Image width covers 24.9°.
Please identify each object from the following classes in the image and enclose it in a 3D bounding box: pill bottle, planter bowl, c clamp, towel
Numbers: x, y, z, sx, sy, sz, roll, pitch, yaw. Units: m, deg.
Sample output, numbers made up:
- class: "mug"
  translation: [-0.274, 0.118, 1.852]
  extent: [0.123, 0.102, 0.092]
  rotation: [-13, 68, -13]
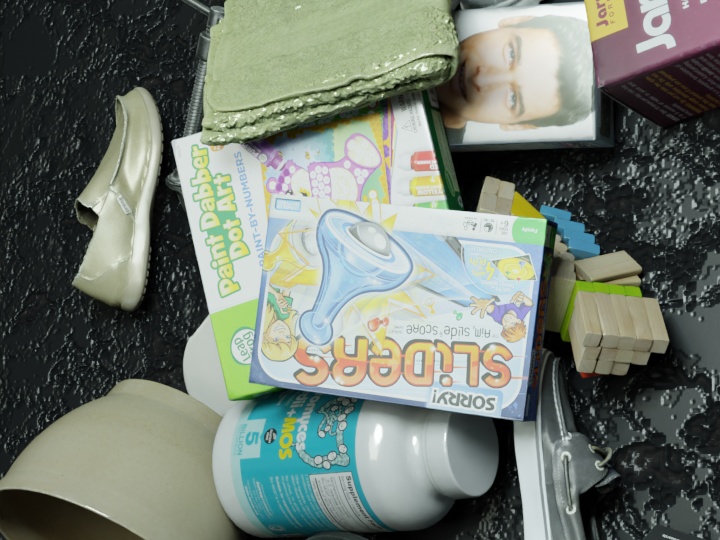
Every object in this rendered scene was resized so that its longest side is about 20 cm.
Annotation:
- class: "pill bottle"
  translation: [-0.002, 0.135, 1.184]
  extent: [0.200, 0.111, 0.111]
  rotation: [-10, 71, 35]
- class: "planter bowl"
  translation: [-0.170, 0.170, 1.267]
  extent: [0.200, 0.200, 0.135]
  rotation: [1, 52, 38]
- class: "c clamp"
  translation: [-0.124, -0.124, 1.374]
  extent: [0.171, 0.027, 0.200]
  rotation: [30, 118, 40]
- class: "towel"
  translation: [-0.023, -0.162, 1.160]
  extent: [0.200, 0.036, 0.148]
  rotation: [-16, 46, 19]

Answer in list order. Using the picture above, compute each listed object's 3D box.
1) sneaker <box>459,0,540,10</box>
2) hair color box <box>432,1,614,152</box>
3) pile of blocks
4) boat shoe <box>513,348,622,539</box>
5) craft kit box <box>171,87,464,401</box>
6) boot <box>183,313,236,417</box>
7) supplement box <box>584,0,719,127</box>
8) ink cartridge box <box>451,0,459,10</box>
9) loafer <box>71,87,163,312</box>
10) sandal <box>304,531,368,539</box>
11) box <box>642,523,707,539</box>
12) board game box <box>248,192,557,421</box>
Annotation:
- class: "sneaker"
  translation: [0.142, -0.252, 1.203]
  extent: [0.200, 0.087, 0.075]
  rotation: [-33, 57, 25]
- class: "hair color box"
  translation: [0.082, -0.138, 1.191]
  extent: [0.200, 0.061, 0.099]
  rotation: [0, 89, 22]
- class: "pile of blocks"
  translation: [0.143, 0.012, 1.149]
  extent: [0.200, 0.082, 0.062]
  rotation: [53, 142, 42]
- class: "boat shoe"
  translation: [0.144, 0.148, 1.101]
  extent: [0.066, 0.070, 0.200]
  rotation: [-8, 68, 17]
- class: "craft kit box"
  translation: [-0.022, -0.025, 1.173]
  extent: [0.197, 0.049, 0.200]
  rotation: [-16, 83, 21]
- class: "boot"
  translation: [-0.074, 0.031, 1.303]
  extent: [0.073, 0.090, 0.200]
  rotation: [40, 130, 15]
- class: "supplement box"
  translation: [0.258, -0.196, 1.087]
  extent: [0.200, 0.103, 0.131]
  rotation: [-20, 67, 33]
- class: "ink cartridge box"
  translation: [0.014, -0.231, 1.306]
  extent: [0.116, 0.067, 0.200]
  rotation: [43, 103, 37]
- class: "loafer"
  translation: [-0.213, -0.066, 1.415]
  extent: [0.076, 0.068, 0.200]
  rotation: [140, 133, -70]
- class: "sandal"
  translation: [0.024, 0.255, 1.131]
  extent: [0.200, 0.048, 0.075]
  rotation: [39, 119, 22]
- class: "box"
  translation: [0.222, 0.235, 0.958]
  extent: [0.200, 0.158, 0.050]
  rotation: [12, 123, 39]
- class: "board game box"
  translation: [0.027, 0.023, 1.110]
  extent: [0.200, 0.034, 0.136]
  rotation: [6, 88, 20]
